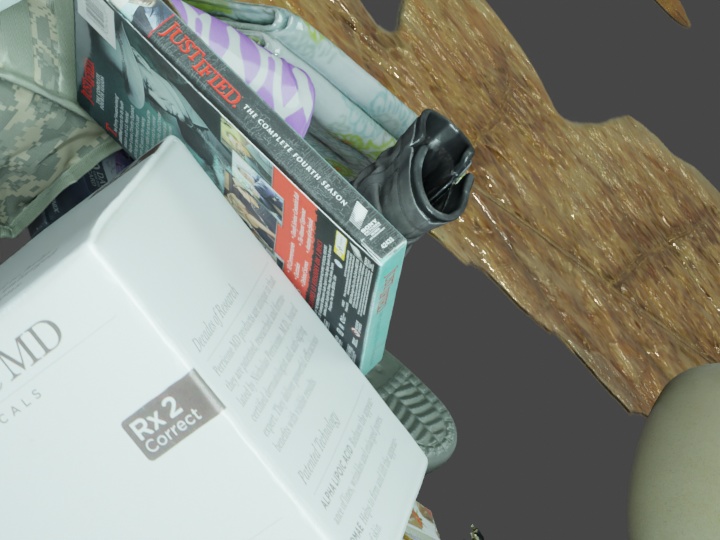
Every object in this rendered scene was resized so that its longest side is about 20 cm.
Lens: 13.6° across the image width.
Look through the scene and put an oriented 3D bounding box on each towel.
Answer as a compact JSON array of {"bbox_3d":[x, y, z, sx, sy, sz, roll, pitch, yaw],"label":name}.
[{"bbox_3d":[-0.052,-0.107,1.846,0.171,0.048,0.200,16,-15,44],"label":"towel"}]

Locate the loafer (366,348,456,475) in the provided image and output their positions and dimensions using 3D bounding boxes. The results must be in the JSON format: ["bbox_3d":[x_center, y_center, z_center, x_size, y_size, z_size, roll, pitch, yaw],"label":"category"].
[{"bbox_3d":[-0.032,0.055,1.750,0.075,0.070,0.200,-21,63,-46],"label":"loafer"}]

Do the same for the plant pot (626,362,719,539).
[{"bbox_3d":[0.265,0.184,2.110,0.200,0.200,0.135,49,55,-16],"label":"plant pot"}]

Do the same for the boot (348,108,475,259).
[{"bbox_3d":[0.000,0.000,1.633,0.070,0.132,0.201,34,36,-24],"label":"boot"}]

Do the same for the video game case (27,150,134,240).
[{"bbox_3d":[-0.118,-0.052,1.697,0.199,0.019,0.143,16,40,-39],"label":"video game case"}]

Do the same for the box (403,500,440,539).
[{"bbox_3d":[-0.025,0.120,1.671,0.200,0.041,0.039,38,24,-44],"label":"box"}]

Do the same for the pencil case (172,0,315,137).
[{"bbox_3d":[-0.119,-0.113,1.677,0.199,0.084,0.085,28,1,-30],"label":"pencil case"}]

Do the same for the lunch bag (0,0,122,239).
[{"bbox_3d":[-0.226,-0.135,1.498,0.200,0.117,0.165,25,38,-43],"label":"lunch bag"}]

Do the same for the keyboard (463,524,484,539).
[{"bbox_3d":[0.083,0.226,1.735,0.200,0.021,0.128,37,52,-46],"label":"keyboard"}]

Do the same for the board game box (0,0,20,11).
[{"bbox_3d":[-0.219,-0.183,1.413,0.200,0.064,0.148,-33,67,-29],"label":"board game box"}]

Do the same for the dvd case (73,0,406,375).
[{"bbox_3d":[-0.059,-0.048,1.385,0.200,0.022,0.146,43,-19,14],"label":"dvd case"}]

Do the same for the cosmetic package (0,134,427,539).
[{"bbox_3d":[-0.099,0.081,1.347,0.200,0.165,0.165,51,19,-9],"label":"cosmetic package"}]

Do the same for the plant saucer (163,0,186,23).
[{"bbox_3d":[-0.079,-0.062,1.542,0.201,0.032,0.200,61,-7,12],"label":"plant saucer"}]
